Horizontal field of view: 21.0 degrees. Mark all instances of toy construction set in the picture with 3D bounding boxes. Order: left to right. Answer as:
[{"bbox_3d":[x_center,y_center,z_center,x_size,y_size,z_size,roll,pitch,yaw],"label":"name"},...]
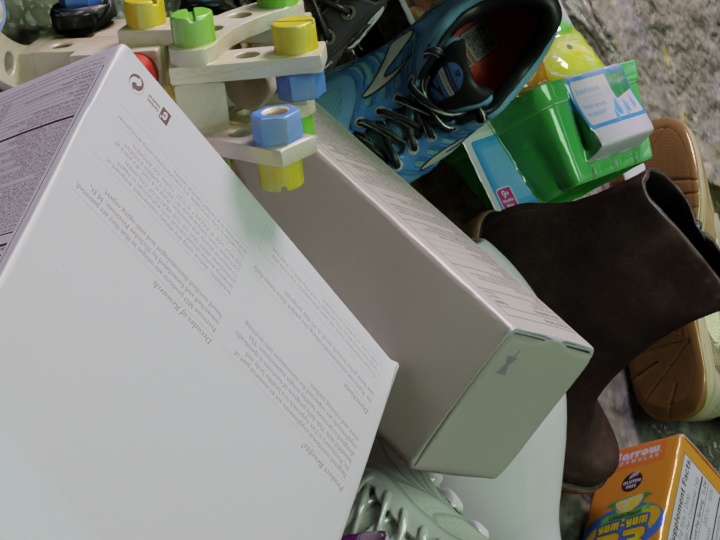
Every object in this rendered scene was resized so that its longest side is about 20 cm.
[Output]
[{"bbox_3d":[-0.101,-0.086,0.816,0.131,0.199,0.093,-58,159,-62],"label":"toy construction set"}]

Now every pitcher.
[{"bbox_3d":[0.031,0.097,0.968,0.171,0.121,0.201,-19,96,-33],"label":"pitcher"}]

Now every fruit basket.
[{"bbox_3d":[0.094,-0.136,1.159,0.185,0.093,0.201,-19,88,-55],"label":"fruit basket"}]

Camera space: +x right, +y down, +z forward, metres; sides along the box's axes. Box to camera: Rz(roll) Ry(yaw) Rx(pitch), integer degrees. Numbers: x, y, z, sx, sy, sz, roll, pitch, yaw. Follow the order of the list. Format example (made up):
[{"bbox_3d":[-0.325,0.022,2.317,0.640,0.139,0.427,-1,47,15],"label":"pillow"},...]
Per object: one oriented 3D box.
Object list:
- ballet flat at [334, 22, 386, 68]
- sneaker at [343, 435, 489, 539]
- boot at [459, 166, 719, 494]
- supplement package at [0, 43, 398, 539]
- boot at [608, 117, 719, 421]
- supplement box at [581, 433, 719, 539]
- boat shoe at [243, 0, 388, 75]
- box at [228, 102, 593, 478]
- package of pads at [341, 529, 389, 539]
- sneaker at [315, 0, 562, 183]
[{"bbox_3d":[-0.009,-0.142,1.057,0.067,0.046,0.201,-25,97,-54],"label":"ballet flat"},{"bbox_3d":[0.023,0.126,0.880,0.200,0.075,0.081,37,-2,-4],"label":"sneaker"},{"bbox_3d":[0.138,0.041,1.077,0.200,0.166,0.073,53,40,-26],"label":"boot"},{"bbox_3d":[-0.116,0.064,0.738,0.191,0.146,0.201,50,41,-30],"label":"supplement package"},{"bbox_3d":[0.237,0.006,1.309,0.155,0.072,0.201,12,69,-51],"label":"boot"},{"bbox_3d":[0.163,0.194,1.137,0.069,0.066,0.201,49,41,-25],"label":"supplement box"},{"bbox_3d":[-0.024,-0.142,0.985,0.072,0.065,0.200,45,59,-9],"label":"boat shoe"},{"bbox_3d":[0.000,0.000,0.883,0.200,0.078,0.095,44,13,29],"label":"box"},{"bbox_3d":[-0.001,0.220,0.854,0.076,0.120,0.201,-45,113,-51],"label":"package of pads"},{"bbox_3d":[0.025,-0.089,0.994,0.200,0.090,0.078,-43,100,-16],"label":"sneaker"}]
